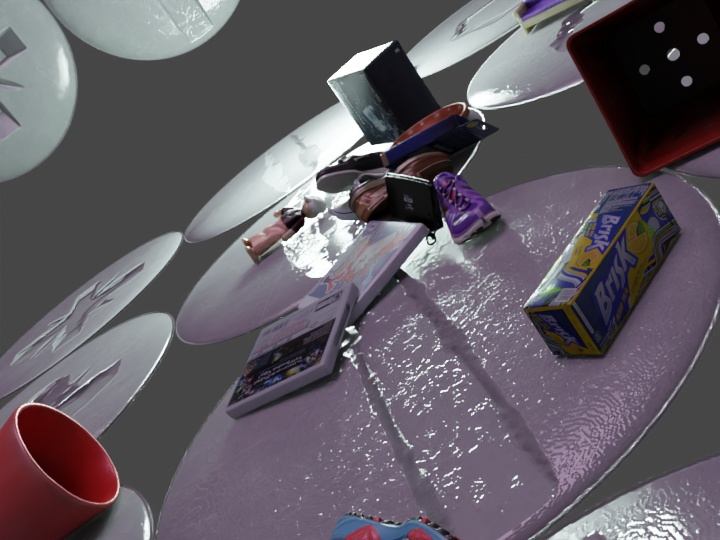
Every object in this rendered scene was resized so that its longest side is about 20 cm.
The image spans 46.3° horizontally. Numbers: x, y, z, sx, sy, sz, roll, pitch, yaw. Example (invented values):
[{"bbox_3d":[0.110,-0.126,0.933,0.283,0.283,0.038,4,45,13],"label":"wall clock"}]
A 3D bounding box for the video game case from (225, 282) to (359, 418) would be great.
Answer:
[{"bbox_3d":[-0.099,0.117,1.240,0.200,0.023,0.182,-28,25,31],"label":"video game case"}]

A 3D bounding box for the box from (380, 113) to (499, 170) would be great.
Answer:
[{"bbox_3d":[0.150,-0.240,1.571,0.200,0.032,0.121,-24,-14,28],"label":"box"}]

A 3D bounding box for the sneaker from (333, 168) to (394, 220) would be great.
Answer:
[{"bbox_3d":[0.012,-0.154,1.637,0.200,0.071,0.073,-17,27,44],"label":"sneaker"}]

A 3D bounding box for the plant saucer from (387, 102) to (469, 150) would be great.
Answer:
[{"bbox_3d":[0.144,-0.284,1.774,0.200,0.032,0.200,-31,21,13],"label":"plant saucer"}]

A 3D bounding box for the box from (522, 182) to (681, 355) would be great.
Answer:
[{"bbox_3d":[0.255,-0.003,0.878,0.200,0.070,0.064,-48,21,-29],"label":"box"}]

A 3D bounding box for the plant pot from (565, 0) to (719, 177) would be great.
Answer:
[{"bbox_3d":[0.405,-0.268,1.080,0.200,0.200,0.176,-26,10,26],"label":"plant pot"}]

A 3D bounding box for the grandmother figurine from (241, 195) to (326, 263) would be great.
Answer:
[{"bbox_3d":[-0.163,-0.100,1.844,0.200,0.061,0.121,-33,47,2],"label":"grandmother figurine"}]

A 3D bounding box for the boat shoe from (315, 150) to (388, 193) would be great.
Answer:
[{"bbox_3d":[-0.013,-0.201,1.671,0.200,0.060,0.074,-14,-20,-35],"label":"boat shoe"}]

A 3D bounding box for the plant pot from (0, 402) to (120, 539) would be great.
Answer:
[{"bbox_3d":[-0.485,0.325,1.228,0.177,0.200,0.200,-44,19,3],"label":"plant pot"}]

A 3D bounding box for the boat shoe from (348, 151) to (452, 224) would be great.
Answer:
[{"bbox_3d":[0.079,-0.140,1.514,0.200,0.076,0.074,-29,51,-3],"label":"boat shoe"}]

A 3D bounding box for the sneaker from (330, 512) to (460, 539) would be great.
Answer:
[{"bbox_3d":[0.032,0.258,0.677,0.200,0.079,0.096,-22,32,56],"label":"sneaker"}]

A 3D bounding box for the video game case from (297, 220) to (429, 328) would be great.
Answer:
[{"bbox_3d":[0.000,0.000,1.341,0.200,0.023,0.182,-49,22,-14],"label":"video game case"}]

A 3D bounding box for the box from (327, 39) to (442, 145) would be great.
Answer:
[{"bbox_3d":[0.054,-0.407,1.961,0.117,0.197,0.200,-44,21,-18],"label":"box"}]

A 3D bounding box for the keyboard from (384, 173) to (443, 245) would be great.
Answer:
[{"bbox_3d":[0.095,-0.104,1.360,0.040,0.104,0.200,-12,15,-16],"label":"keyboard"}]

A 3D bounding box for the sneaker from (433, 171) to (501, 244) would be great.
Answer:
[{"bbox_3d":[0.146,-0.101,1.272,0.081,0.083,0.200,-36,20,2],"label":"sneaker"}]

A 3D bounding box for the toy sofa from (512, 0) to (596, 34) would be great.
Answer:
[{"bbox_3d":[0.459,-0.649,1.983,0.200,0.098,0.083,-17,26,41],"label":"toy sofa"}]
